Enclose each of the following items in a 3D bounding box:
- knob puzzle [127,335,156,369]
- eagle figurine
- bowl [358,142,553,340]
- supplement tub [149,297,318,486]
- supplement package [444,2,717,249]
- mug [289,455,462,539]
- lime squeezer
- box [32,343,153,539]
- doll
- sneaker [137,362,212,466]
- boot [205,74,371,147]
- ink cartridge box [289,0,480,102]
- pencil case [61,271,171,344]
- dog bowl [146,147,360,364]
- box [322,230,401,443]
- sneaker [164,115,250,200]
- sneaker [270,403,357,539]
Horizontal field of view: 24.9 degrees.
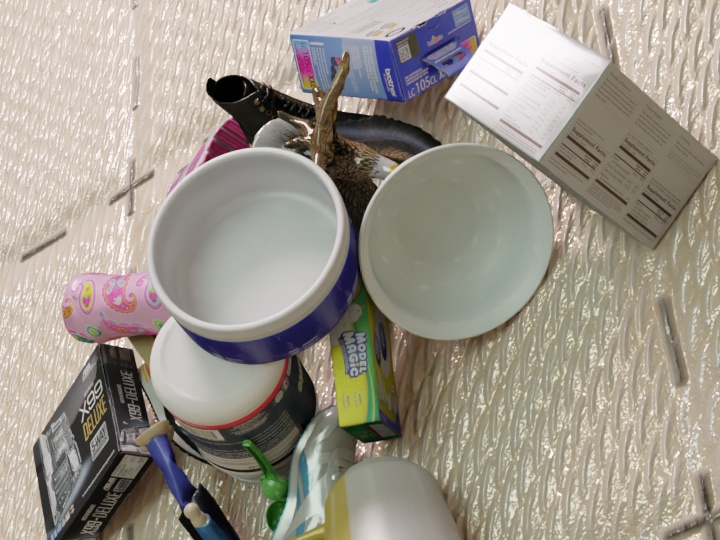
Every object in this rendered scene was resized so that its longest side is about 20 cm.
[{"bbox_3d":[-0.155,0.056,1.840,0.218,0.031,0.220,-18,31,11],"label":"knob puzzle"},{"bbox_3d":[0.002,-0.105,1.698,0.152,0.200,0.151,-41,56,9],"label":"eagle figurine"},{"bbox_3d":[0.084,-0.039,1.622,0.202,0.200,0.090,-53,22,6],"label":"bowl"},{"bbox_3d":[-0.122,0.126,1.670,0.139,0.200,0.142,-7,60,11],"label":"supplement tub"},{"bbox_3d":[0.207,-0.135,1.532,0.111,0.199,0.156,-54,43,5],"label":"supplement package"},{"bbox_3d":[0.012,0.258,1.529,0.154,0.184,0.150,-102,20,-46],"label":"mug"},{"bbox_3d":[-0.094,0.242,1.670,0.037,0.070,0.202,19,125,37],"label":"lime squeezer"},{"bbox_3d":[-0.311,0.209,1.890,0.200,0.049,0.159,-53,41,34],"label":"box"},{"bbox_3d":[-0.168,0.254,1.718,0.048,0.137,0.201,-33,78,-7],"label":"doll"},{"bbox_3d":[-0.185,0.136,1.839,0.090,0.070,0.200,-53,42,11],"label":"sneaker"},{"bbox_3d":[-0.068,-0.169,1.838,0.198,0.138,0.078,-1,63,30],"label":"boot"},{"bbox_3d":[0.038,-0.247,1.795,0.136,0.077,0.199,-33,28,-35],"label":"ink cartridge box"},{"bbox_3d":[-0.235,0.039,1.812,0.198,0.087,0.088,-3,65,30],"label":"pencil case"},{"bbox_3d":[-0.101,-0.014,1.577,0.198,0.079,0.202,-7,61,12],"label":"dog bowl"},{"bbox_3d":[0.000,0.065,1.642,0.048,0.117,0.202,-11,75,9],"label":"box"},{"bbox_3d":[-0.181,-0.111,1.962,0.201,0.081,0.088,-53,21,-12],"label":"sneaker"},{"bbox_3d":[-0.032,0.236,1.650,0.080,0.076,0.202,10,82,37],"label":"sneaker"}]
